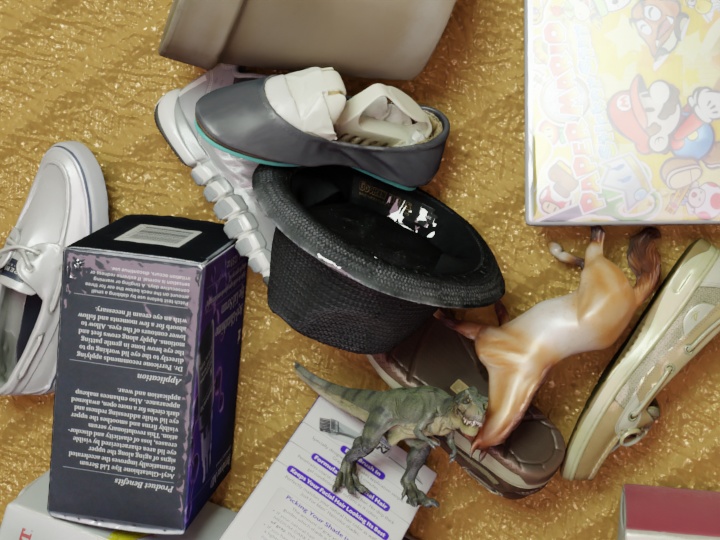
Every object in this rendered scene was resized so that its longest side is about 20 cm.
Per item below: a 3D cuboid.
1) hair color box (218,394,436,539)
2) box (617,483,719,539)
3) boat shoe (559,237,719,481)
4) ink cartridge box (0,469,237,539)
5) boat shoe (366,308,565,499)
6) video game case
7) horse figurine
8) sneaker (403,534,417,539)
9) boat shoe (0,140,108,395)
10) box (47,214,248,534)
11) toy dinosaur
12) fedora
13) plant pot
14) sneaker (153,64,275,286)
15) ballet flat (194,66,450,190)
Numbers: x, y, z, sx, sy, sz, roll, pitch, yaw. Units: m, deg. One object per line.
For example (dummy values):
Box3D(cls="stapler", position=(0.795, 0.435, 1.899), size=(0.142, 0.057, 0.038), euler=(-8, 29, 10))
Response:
Box3D(cls="hair color box", position=(-0.033, 0.189, 1.091), size=(0.109, 0.200, 0.065), euler=(35, 128, 2))
Box3D(cls="box", position=(0.283, 0.236, 1.099), size=(0.199, 0.109, 0.128), euler=(4, 101, 8))
Box3D(cls="boat shoe", position=(0.213, 0.075, 1.100), size=(0.063, 0.073, 0.201), euler=(32, 97, 7))
Box3D(cls="ink cartridge box", position=(-0.173, 0.250, 1.156), size=(0.199, 0.145, 0.146), euler=(21, 103, 5))
Box3D(cls="boat shoe", position=(0.059, 0.092, 1.126), size=(0.075, 0.075, 0.202), euler=(-33, 70, -26))
Box3D(cls="video game case", position=(0.205, -0.132, 1.067), size=(0.181, 0.023, 0.201), euler=(0, 90, 9))
Box3D(cls="horse figurine", position=(0.134, 0.029, 1.076), size=(0.199, 0.133, 0.050), euler=(-30, 136, 1))
Box3D(cls="sneaker", position=(0.050, 0.287, 1.144), size=(0.077, 0.112, 0.200), euler=(-36, 92, 13))
Box3D(cls="boat shoe", position=(-0.241, 0.002, 1.151), size=(0.073, 0.065, 0.201), euler=(16, 104, 34))
Box3D(cls="box", position=(-0.152, 0.071, 1.119), size=(0.104, 0.148, 0.201), euler=(7, 103, 7))
Box3D(cls="toy dinosaur", position=(0.021, 0.117, 1.077), size=(0.200, 0.047, 0.089), euler=(4, 86, 46))
Box3D(cls="fedora", position=(0.000, 0.000, 1.049), size=(0.200, 0.201, 0.092), euler=(29, 112, 3))
Box3D(cls="plant pot", position=(-0.025, -0.214, 1.037), size=(0.173, 0.200, 0.201), euler=(18, 104, -12))
Box3D(cls="sneaker", position=(-0.053, -0.072, 1.114), size=(0.115, 0.075, 0.200), euler=(-36, 93, 11))
Box3D(cls="ballet flat", position=(-0.017, -0.104, 1.028), size=(0.199, 0.073, 0.073), euler=(10, 107, -38))
